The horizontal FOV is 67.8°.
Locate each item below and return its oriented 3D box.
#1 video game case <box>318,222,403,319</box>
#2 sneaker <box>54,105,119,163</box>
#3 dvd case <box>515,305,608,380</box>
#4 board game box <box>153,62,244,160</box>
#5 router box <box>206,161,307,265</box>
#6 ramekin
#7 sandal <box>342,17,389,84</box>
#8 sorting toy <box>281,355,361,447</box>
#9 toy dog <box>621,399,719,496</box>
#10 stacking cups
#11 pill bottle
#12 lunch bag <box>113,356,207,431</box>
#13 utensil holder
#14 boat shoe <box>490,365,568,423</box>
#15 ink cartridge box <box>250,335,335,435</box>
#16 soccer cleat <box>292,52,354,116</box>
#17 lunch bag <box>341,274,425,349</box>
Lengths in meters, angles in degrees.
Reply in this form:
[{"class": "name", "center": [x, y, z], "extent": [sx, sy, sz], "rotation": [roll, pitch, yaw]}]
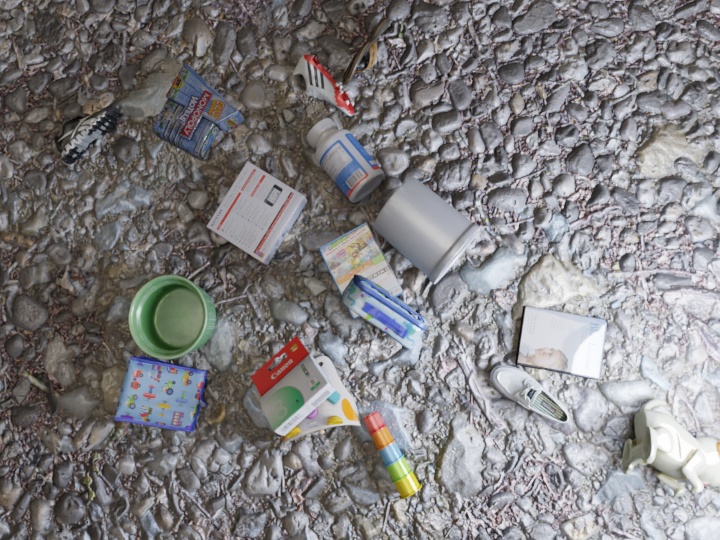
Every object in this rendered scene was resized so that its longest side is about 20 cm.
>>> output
[{"class": "video game case", "center": [0.000, 0.000, 1.343], "extent": [0.142, 0.018, 0.202], "rotation": [-28, 82, 2]}, {"class": "sneaker", "center": [-0.740, -0.384, 1.432], "extent": [0.200, 0.066, 0.091], "rotation": [-43, 84, 1]}, {"class": "dvd case", "center": [0.479, 0.172, 1.278], "extent": [0.197, 0.018, 0.145], "rotation": [10, 83, 6]}, {"class": "board game box", "center": [-0.419, -0.406, 1.409], "extent": [0.198, 0.062, 0.202], "rotation": [28, 86, 9]}, {"class": "router box", "center": [-0.263, -0.146, 1.368], "extent": [0.178, 0.049, 0.201], "rotation": [32, 87, 8]}, {"class": "ramekin", "center": [-0.458, 0.116, 1.328], "extent": [0.197, 0.098, 0.203], "rotation": [-1, 83, 5]}, {"class": "sandal", "center": [0.022, -0.563, 1.392], "extent": [0.054, 0.082, 0.201], "rotation": [36, 80, -13]}, {"class": "sorting toy", "center": [-0.119, 0.304, 1.290], "extent": [0.198, 0.107, 0.182], "rotation": [-17, 63, 3]}, {"class": "toy dog", "center": [0.706, 0.403, 1.186], "extent": [0.198, 0.140, 0.195], "rotation": [20, 49, 9]}, {"class": "stacking cups", "center": [0.073, 0.429, 1.262], "extent": [0.060, 0.061, 0.202], "rotation": [-27, 81, 1]}, {"class": "pill bottle", "center": [-0.042, -0.278, 1.334], "extent": [0.112, 0.112, 0.201], "rotation": [-39, 81, -1]}, {"class": "lunch bag", "center": [-0.477, 0.306, 1.319], "extent": [0.198, 0.094, 0.152], "rotation": [13, 81, -3]}, {"class": "utensil holder", "center": [0.154, -0.098, 1.266], "extent": [0.200, 0.170, 0.170], "rotation": [42, 88, 10]}, {"class": "boat shoe", "center": [0.398, 0.285, 1.247], "extent": [0.199, 0.067, 0.074], "rotation": [29, 86, 8]}, {"class": "ink cartridge box", "center": [-0.172, 0.259, 1.259], "extent": [0.161, 0.050, 0.200], "rotation": [-41, 51, -3]}, {"class": "soccer cleat", "center": [-0.094, -0.469, 1.390], "extent": [0.085, 0.069, 0.200], "rotation": [-40, 90, 24]}, {"class": "lunch bag", "center": [0.053, 0.093, 1.240], "extent": [0.199, 0.161, 0.083], "rotation": [34, 95, -6]}]
